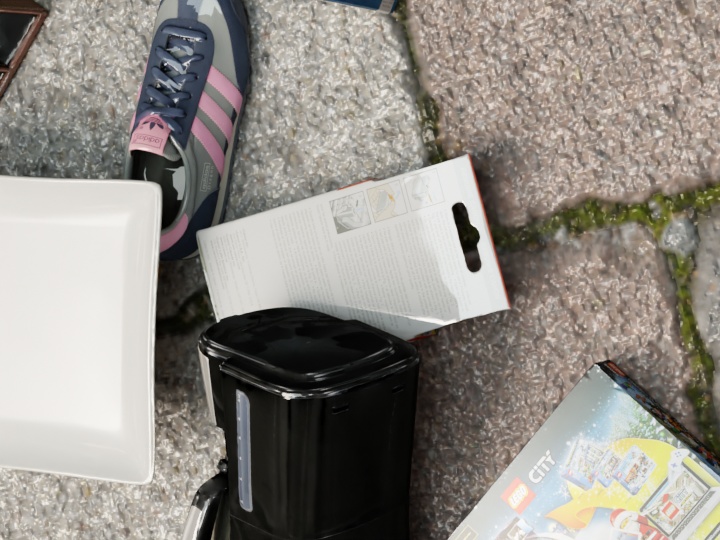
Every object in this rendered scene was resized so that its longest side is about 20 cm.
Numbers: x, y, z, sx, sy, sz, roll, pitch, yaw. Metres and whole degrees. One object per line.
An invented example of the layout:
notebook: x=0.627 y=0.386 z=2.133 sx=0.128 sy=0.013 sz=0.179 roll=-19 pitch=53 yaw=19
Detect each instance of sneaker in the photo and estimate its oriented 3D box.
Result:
sneaker: x=-0.121 y=-0.105 z=1.759 sx=0.070 sy=0.082 sz=0.201 roll=5 pitch=93 yaw=21

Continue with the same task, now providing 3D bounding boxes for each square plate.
square plate: x=-0.220 y=0.034 z=1.749 sx=0.199 sy=0.028 sz=0.199 roll=4 pitch=97 yaw=21

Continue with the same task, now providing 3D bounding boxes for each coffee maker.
coffee maker: x=-0.016 y=0.139 z=1.668 sx=0.192 sy=0.135 sz=0.201 roll=11 pitch=114 yaw=22

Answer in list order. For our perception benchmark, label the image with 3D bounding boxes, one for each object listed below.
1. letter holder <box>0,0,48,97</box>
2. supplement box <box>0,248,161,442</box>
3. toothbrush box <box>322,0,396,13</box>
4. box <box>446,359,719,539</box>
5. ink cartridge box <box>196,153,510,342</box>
letter holder: x=-0.343 y=-0.192 z=1.810 sx=0.200 sy=0.142 sz=0.101 roll=35 pitch=103 yaw=17
supplement box: x=-0.250 y=0.030 z=1.817 sx=0.200 sy=0.074 sz=0.126 roll=15 pitch=97 yaw=20
toothbrush box: x=-0.008 y=-0.273 z=1.678 sx=0.085 sy=0.146 sz=0.200 roll=21 pitch=100 yaw=19
box: x=0.142 y=0.176 z=1.690 sx=0.137 sy=0.038 sz=0.200 roll=43 pitch=105 yaw=15
ink cartridge box: x=0.000 y=0.000 z=1.734 sx=0.200 sy=0.050 sz=0.109 roll=-16 pitch=86 yaw=20
